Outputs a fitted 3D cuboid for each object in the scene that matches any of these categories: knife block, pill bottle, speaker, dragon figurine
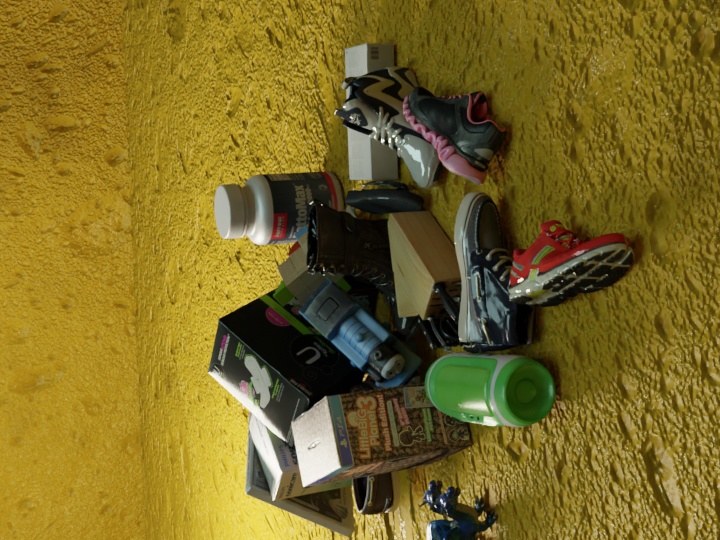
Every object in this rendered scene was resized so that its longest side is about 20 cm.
[{"bbox_3d":[0.109,0.009,1.418,0.175,0.064,0.201,164,100,-65],"label":"knife block"},{"bbox_3d":[-0.139,-0.104,1.789,0.120,0.199,0.120,174,90,-66],"label":"pill bottle"},{"bbox_3d":[0.157,0.146,1.311,0.200,0.088,0.089,174,91,-66],"label":"speaker"},{"bbox_3d":[0.124,0.362,1.410,0.059,0.099,0.201,-137,47,-57],"label":"dragon figurine"}]

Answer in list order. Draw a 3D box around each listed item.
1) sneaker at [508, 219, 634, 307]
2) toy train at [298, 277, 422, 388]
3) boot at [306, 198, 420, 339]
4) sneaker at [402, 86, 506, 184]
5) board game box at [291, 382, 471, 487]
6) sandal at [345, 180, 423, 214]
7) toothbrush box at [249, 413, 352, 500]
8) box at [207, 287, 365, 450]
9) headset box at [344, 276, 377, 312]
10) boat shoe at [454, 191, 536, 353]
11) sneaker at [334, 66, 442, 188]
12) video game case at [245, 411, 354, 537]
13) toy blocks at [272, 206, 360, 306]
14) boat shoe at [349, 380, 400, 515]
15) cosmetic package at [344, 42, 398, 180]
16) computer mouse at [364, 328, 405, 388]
[{"bbox_3d":[0.219,-0.017,1.156,0.200,0.077,0.085,152,121,-62],"label":"sneaker"},{"bbox_3d":[0.004,0.100,1.547,0.200,0.114,0.087,42,93,27],"label":"toy train"},{"bbox_3d":[0.000,0.000,1.508,0.069,0.174,0.201,-33,59,52],"label":"boot"},{"bbox_3d":[0.125,-0.195,1.354,0.096,0.079,0.200,-58,39,21],"label":"sneaker"},{"bbox_3d":[0.026,0.228,1.480,0.159,0.199,0.097,135,126,-61],"label":"board game box"},{"bbox_3d":[0.030,-0.113,1.567,0.200,0.076,0.043,10,81,65],"label":"sandal"},{"bbox_3d":[-0.061,0.269,1.686,0.085,0.199,0.147,108,146,-43],"label":"toothbrush box"},{"bbox_3d":[-0.113,0.147,1.642,0.200,0.148,0.125,38,133,22],"label":"box"},{"bbox_3d":[-0.046,0.080,1.768,0.149,0.075,0.201,-128,40,-50],"label":"headset box"},{"bbox_3d":[0.171,0.002,1.288,0.093,0.074,0.201,0,93,48],"label":"boat shoe"},{"bbox_3d":[0.031,-0.198,1.472,0.080,0.129,0.200,129,131,-59],"label":"sneaker"},{"bbox_3d":[-0.098,0.330,1.742,0.023,0.200,0.182,-50,25,28],"label":"video game case"},{"bbox_3d":[-0.059,-0.034,1.672,0.100,0.200,0.137,48,-176,-28],"label":"toy blocks"},{"bbox_3d":[0.009,0.266,1.591,0.072,0.059,0.201,-25,71,53],"label":"boat shoe"},{"bbox_3d":[0.017,-0.237,1.592,0.082,0.050,0.201,12,106,63],"label":"cosmetic package"},{"bbox_3d":[0.038,0.186,1.639,0.109,0.044,0.201,-7,85,55],"label":"computer mouse"}]
